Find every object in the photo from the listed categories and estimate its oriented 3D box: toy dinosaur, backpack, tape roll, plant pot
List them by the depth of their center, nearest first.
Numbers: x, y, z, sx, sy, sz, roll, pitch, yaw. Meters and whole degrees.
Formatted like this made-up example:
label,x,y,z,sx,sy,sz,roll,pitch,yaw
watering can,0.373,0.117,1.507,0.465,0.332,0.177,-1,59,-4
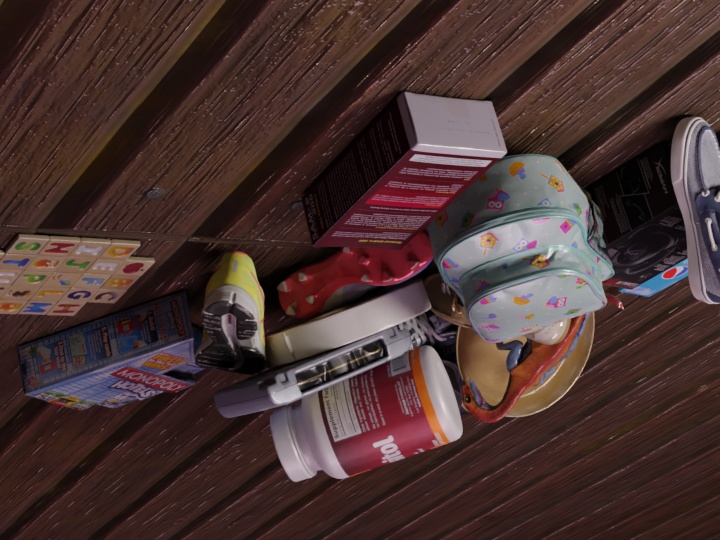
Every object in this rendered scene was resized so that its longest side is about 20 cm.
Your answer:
label,x,y,z,sx,sy,sz,roll,pitch,yaw
backpack,0.161,-0.025,1.615,0.175,0.154,0.200,-18,143,17
tape roll,-0.019,0.060,1.755,0.202,0.037,0.203,-20,-178,1
toy dinosaur,0.189,0.093,1.781,0.105,0.182,0.200,30,172,-7
plant pot,0.194,0.077,1.881,0.199,0.201,0.027,-2,-167,-28

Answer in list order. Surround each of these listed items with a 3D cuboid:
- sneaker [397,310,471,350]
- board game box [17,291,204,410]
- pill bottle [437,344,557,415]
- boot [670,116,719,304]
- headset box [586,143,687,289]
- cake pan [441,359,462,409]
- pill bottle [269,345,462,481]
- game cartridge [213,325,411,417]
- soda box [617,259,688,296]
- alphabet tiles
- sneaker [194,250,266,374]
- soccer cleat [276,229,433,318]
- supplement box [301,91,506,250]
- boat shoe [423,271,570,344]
label,x,y,z,sx,sy,sz,roll,pitch,yaw
sneaker,0.057,0.078,1.864,0.108,0.070,0.200,-32,173,37
board game box,-0.246,0.098,1.770,0.199,0.062,0.200,-24,156,22
pill bottle,0.153,0.119,2.002,0.199,0.112,0.112,-24,156,20
boot,0.383,-0.062,1.610,0.090,0.201,0.073,2,-159,45
headset box,0.312,-0.051,1.750,0.148,0.078,0.200,10,148,-44
cake pan,0.040,0.181,1.896,0.199,0.037,0.201,-23,153,-12
pill bottle,0.005,0.167,1.756,0.199,0.113,0.113,-20,157,9
game cartridge,-0.055,0.111,1.704,0.199,0.041,0.133,-20,-175,-36
soda box,0.386,-0.043,1.826,0.064,0.068,0.200,10,147,-45
alphabet tiles,-0.318,0.007,1.586,0.199,0.006,0.166,3,151,-37
sneaker,-0.134,0.047,1.682,0.078,0.091,0.200,7,152,-6
soccer cleat,0.000,0.000,1.705,0.199,0.067,0.076,-25,171,24
supplement box,0.039,-0.091,1.508,0.108,0.061,0.200,2,151,-34
boat shoe,0.141,0.033,1.762,0.199,0.074,0.069,12,176,40
